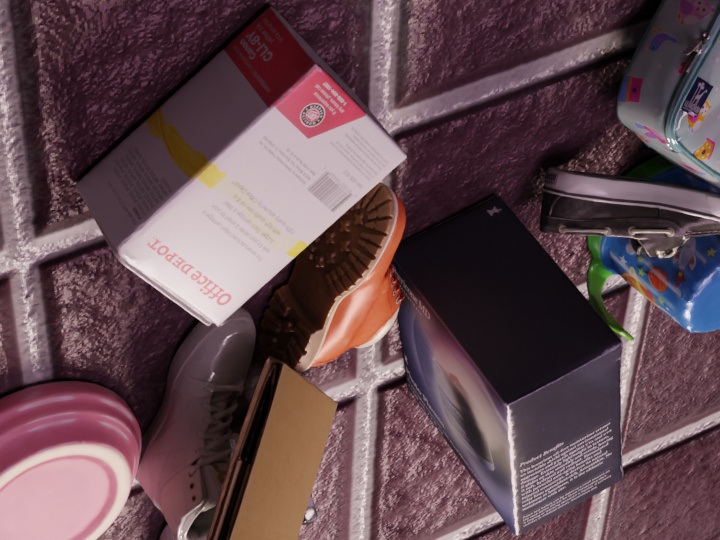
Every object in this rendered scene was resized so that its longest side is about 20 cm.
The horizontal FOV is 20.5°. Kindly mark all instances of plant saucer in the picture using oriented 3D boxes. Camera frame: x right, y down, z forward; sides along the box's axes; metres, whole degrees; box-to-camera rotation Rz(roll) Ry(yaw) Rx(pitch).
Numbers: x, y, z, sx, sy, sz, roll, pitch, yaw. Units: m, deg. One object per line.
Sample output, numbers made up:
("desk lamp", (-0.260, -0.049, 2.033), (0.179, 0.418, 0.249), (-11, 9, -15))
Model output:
("plant saucer", (-0.265, 0.179, 1.621), (0.200, 0.051, 0.201), (-23, 142, -20))

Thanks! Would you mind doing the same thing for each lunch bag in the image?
("lunch bag", (0.308, -0.161, 1.690), (0.200, 0.077, 0.161), (28, 92, -53))

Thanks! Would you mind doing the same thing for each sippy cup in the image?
("sippy cup", (0.298, -0.017, 1.813), (0.139, 0.130, 0.178), (-11, 135, -32))

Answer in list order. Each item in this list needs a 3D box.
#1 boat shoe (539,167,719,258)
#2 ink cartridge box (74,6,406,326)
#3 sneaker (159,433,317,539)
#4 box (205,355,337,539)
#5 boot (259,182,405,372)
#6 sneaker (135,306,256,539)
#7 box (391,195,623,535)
("boat shoe", (0.254, -0.045, 1.733), (0.199, 0.071, 0.064), (8, 98, -2))
("ink cartridge box", (-0.089, -0.073, 1.470), (0.200, 0.083, 0.145), (-42, 143, 5))
("sneaker", (-0.106, 0.232, 1.786), (0.113, 0.076, 0.201), (3, 125, -38))
("box", (-0.071, 0.168, 1.650), (0.200, 0.021, 0.164), (47, 59, -72))
("boot", (0.000, 0.000, 1.639), (0.107, 0.075, 0.200), (-7, 142, -39))
("sneaker", (-0.117, 0.136, 1.644), (0.073, 0.116, 0.201), (0, 128, -37))
("box", (0.125, 0.082, 1.718), (0.123, 0.200, 0.199), (-26, 141, -15))
